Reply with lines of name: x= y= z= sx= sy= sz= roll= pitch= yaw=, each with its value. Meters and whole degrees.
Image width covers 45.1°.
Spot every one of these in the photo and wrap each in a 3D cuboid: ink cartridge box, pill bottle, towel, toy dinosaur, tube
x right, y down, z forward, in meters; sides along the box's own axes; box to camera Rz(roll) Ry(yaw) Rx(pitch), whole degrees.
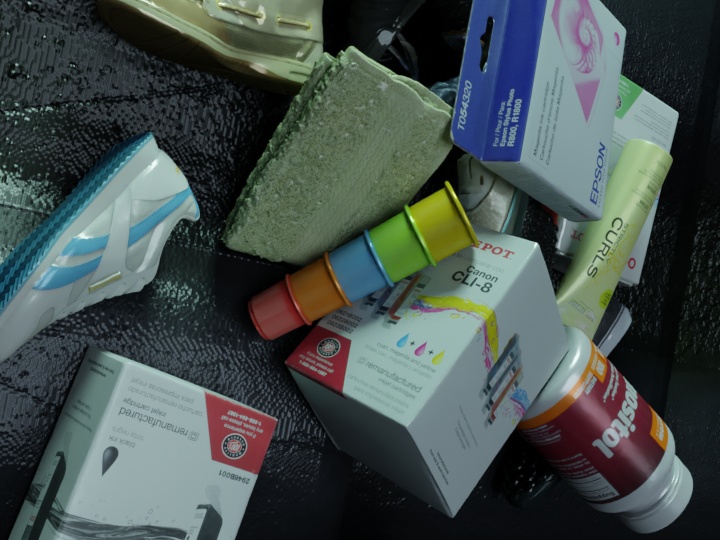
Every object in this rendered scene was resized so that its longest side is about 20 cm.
ink cartridge box: x=0.251 y=-0.099 z=0.942 sx=0.144 sy=0.087 sz=0.204 roll=18 pitch=82 yaw=-35
ink cartridge box: x=0.166 y=-0.169 z=0.770 sx=0.198 sy=0.043 sz=0.200 roll=23 pitch=74 yaw=-45
pill bottle: x=0.234 y=0.160 z=0.855 sx=0.200 sy=0.113 sz=0.113 roll=45 pitch=68 yaw=-14
towel: x=-0.015 y=-0.077 z=0.717 sx=0.147 sy=0.037 sz=0.201 roll=19 pitch=121 yaw=-34
ink cartridge box: x=0.066 y=0.073 z=0.766 sx=0.201 sy=0.144 sz=0.146 roll=-49 pitch=136 yaw=-23
toy dinosaur: x=0.059 y=-0.156 z=0.828 sx=0.180 sy=0.105 sz=0.203 roll=-26 pitch=142 yaw=-41
tube: x=0.252 y=-0.031 z=0.871 sx=0.057 sy=0.052 sz=0.203 roll=26 pitch=84 yaw=8
ink cartridge box: x=-0.170 y=0.180 z=0.659 sx=0.143 sy=0.083 sz=0.203 roll=27 pitch=79 yaw=-35

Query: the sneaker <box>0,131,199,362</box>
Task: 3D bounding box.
sneaker: x=-0.197 y=-0.006 z=0.630 sx=0.201 sy=0.076 sz=0.081 roll=-51 pitch=122 yaw=-19

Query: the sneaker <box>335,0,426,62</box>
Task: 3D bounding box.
sneaker: x=0.016 y=-0.262 z=0.733 sx=0.104 sy=0.060 sz=0.200 roll=38 pitch=114 yaw=-17

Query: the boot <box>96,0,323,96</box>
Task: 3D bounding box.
boot: x=-0.102 y=-0.237 z=0.679 sx=0.197 sy=0.072 sz=0.159 roll=11 pitch=88 yaw=-38

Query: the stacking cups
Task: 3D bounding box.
stacking cups: x=0.000 y=0.000 z=0.722 sx=0.198 sy=0.061 sz=0.061 roll=-29 pitch=114 yaw=4

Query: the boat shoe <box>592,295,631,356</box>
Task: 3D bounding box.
boat shoe: x=0.226 y=0.093 z=0.957 sx=0.066 sy=0.070 sz=0.200 roll=48 pitch=69 yaw=-10

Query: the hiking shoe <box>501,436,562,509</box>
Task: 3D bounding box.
hiking shoe: x=0.235 y=0.199 z=0.964 sx=0.200 sy=0.074 sz=0.087 roll=-43 pitch=116 yaw=-25

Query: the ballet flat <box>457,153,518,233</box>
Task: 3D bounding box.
ballet flat: x=0.122 y=-0.113 z=0.819 sx=0.062 sy=0.067 sz=0.203 roll=23 pitch=81 yaw=-25

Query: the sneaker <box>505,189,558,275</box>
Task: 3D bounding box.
sneaker: x=0.159 y=-0.080 z=0.870 sx=0.070 sy=0.093 sz=0.204 roll=16 pitch=87 yaw=-37
